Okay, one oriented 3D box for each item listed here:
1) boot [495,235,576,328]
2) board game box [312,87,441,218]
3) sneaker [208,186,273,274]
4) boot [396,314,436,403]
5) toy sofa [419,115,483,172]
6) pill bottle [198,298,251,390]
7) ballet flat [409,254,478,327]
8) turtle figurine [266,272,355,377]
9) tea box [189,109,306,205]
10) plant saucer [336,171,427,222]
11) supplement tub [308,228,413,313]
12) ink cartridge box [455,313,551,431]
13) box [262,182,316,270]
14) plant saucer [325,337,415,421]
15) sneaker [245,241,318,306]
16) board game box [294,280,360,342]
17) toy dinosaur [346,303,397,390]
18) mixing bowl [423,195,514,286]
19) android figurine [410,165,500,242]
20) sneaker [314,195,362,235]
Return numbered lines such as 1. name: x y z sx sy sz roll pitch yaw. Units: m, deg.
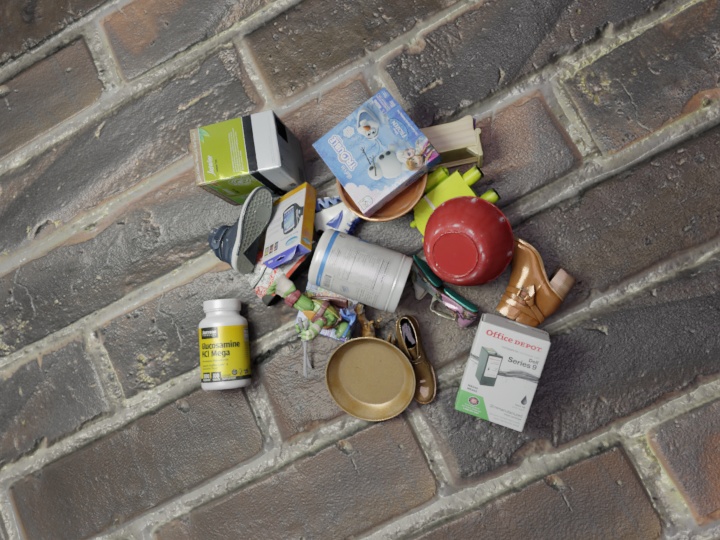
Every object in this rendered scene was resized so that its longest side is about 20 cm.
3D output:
1. boot: 0.340 0.024 1.202 0.200 0.074 0.155 41 99 17
2. board game box: 0.033 -0.250 1.180 0.199 0.043 0.200 -38 74 6
3. sneaker: -0.282 -0.108 1.291 0.146 0.077 0.203 26 98 46
4. boot: 0.116 0.196 1.221 0.073 0.075 0.201 -16 83 6
5. toy sofa: 0.173 -0.270 1.257 0.199 0.083 0.098 -11 78 9
6. pill bottle: -0.313 0.169 1.282 0.112 0.112 0.201 -7 83 10
7. ballet flat: 0.168 0.053 1.237 0.200 0.069 0.071 42 112 11
8. turtle figurine: -0.132 0.113 1.193 0.194 0.144 0.200 43 110 0
9. tea box: -0.250 -0.249 1.272 0.196 0.200 0.134 -10 82 11
10. plant saucer: 0.048 -0.200 1.210 0.199 0.037 0.201 -2 80 14
11. supplement tub: 0.000 0.000 1.198 0.199 0.132 0.132 20 88 3
12. ink cartridge box: 0.294 0.208 1.160 0.145 0.084 0.201 16 101 13
13. box: -0.158 -0.090 1.241 0.119 0.041 0.201 -24 50 33
14. plant saucer: 0.023 0.233 1.223 0.199 0.035 0.201 3 107 10
15. sneaker: -0.186 -0.021 1.286 0.108 0.067 0.201 47 111 13
16. board game box: -0.058 0.052 1.287 0.135 0.034 0.201 17 87 11
17. toy dinosaur: 0.024 0.169 1.260 0.106 0.060 0.201 0 97 21
18. mixing bowl: 0.211 -0.048 1.162 0.199 0.108 0.201 8 110 23
19. android figurine: 0.201 -0.136 1.231 0.200 0.041 0.182 -38 95 24
20. sneaker: -0.023 -0.120 1.285 0.199 0.081 0.116 -13 85 16
